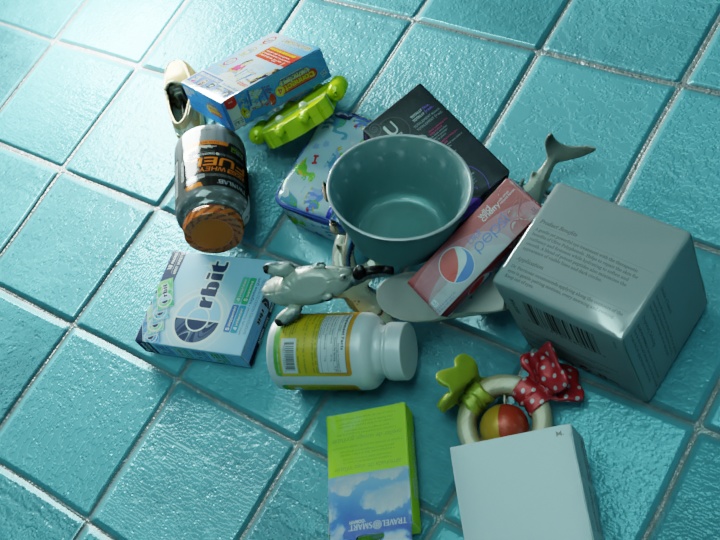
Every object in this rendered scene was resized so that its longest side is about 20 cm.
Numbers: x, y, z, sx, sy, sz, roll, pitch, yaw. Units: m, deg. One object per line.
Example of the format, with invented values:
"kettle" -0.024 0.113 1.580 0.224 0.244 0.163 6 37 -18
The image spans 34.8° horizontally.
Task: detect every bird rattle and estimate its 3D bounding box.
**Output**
"bird rattle" 0.200 0.188 1.546 0.199 0.113 0.164 -2 71 8

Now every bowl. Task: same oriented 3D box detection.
"bowl" 0.056 -0.084 1.591 0.200 0.105 0.201 -2 51 2

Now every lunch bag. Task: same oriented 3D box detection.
"lunch bag" -0.026 -0.151 1.840 0.161 0.082 0.200 24 73 29

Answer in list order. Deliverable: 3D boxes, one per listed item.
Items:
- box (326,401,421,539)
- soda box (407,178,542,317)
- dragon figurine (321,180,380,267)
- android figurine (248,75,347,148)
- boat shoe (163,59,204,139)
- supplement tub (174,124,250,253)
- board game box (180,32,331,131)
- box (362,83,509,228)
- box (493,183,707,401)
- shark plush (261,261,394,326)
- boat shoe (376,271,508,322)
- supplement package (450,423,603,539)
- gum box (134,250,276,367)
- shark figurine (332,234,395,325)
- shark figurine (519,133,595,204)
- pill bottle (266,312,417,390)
"box" 0.017 0.287 1.567 0.122 0.048 0.200 -13 56 16
"soda box" 0.160 -0.029 1.558 0.070 0.063 0.200 45 99 16
"dragon figurine" 0.001 -0.091 1.691 0.099 0.059 0.201 -12 80 -5
"android figurine" -0.101 -0.258 1.893 0.182 0.041 0.200 -27 16 15
"boat shoe" -0.324 -0.319 2.071 0.072 0.076 0.200 -25 53 7
"supplement tub" -0.243 -0.132 1.881 0.122 0.123 0.200 -19 49 11
"board game box" -0.181 -0.326 1.961 0.196 0.056 0.200 -31 30 -15
"box" 0.111 -0.158 1.728 0.122 0.106 0.200 -39 74 -12
"box" 0.319 0.028 1.508 0.199 0.200 0.172 26 75 34
"shark plush" -0.054 0.005 1.652 0.200 0.083 0.091 -23 91 16
"boat shoe" 0.129 0.039 1.644 0.199 0.093 0.075 0 86 17
"supplement package" 0.210 0.307 1.410 0.155 0.111 0.201 -14 68 14
"gum box" -0.237 0.057 1.819 0.199 0.045 0.170 6 62 27
"shark figurine" -0.013 -0.018 1.748 0.128 0.090 0.215 1 77 -4
"shark figurine" 0.263 -0.093 1.690 0.089 0.128 0.215 33 61 9
"pill bottle" -0.024 0.116 1.651 0.199 0.111 0.111 -2 59 21
